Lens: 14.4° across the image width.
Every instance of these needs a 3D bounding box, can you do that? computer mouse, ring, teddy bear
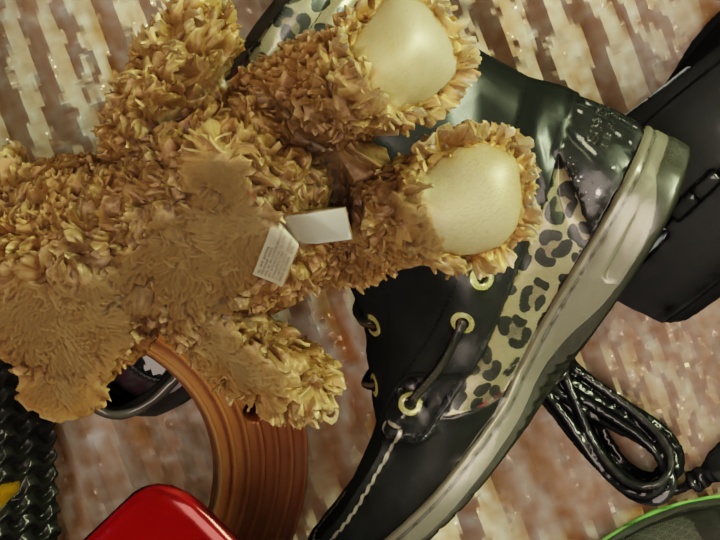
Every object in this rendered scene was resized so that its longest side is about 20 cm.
[{"bbox_3d":[0.132,-0.003,1.019,0.200,0.046,0.141,-40,94,16],"label":"computer mouse"},{"bbox_3d":[-0.117,0.077,1.025,0.200,0.019,0.201,-8,117,-15],"label":"ring"},{"bbox_3d":[-0.036,-0.023,0.928,0.145,0.067,0.200,44,117,-11],"label":"teddy bear"}]

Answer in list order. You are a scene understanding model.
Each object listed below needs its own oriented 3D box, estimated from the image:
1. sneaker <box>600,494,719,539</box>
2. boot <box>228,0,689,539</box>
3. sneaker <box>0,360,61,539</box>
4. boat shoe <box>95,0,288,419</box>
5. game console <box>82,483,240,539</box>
[{"bbox_3d":[0.152,0.119,1.027,0.199,0.084,0.077,-20,99,13],"label":"sneaker"},{"bbox_3d":[0.001,-0.001,0.994,0.153,0.074,0.204,34,111,-5],"label":"boot"},{"bbox_3d":[-0.168,0.083,1.087,0.090,0.070,0.201,23,119,34],"label":"sneaker"},{"bbox_3d":[-0.040,-0.026,1.034,0.067,0.057,0.200,33,107,0],"label":"boat shoe"},{"bbox_3d":[-0.043,0.166,1.034,0.200,0.172,0.119,-43,63,36],"label":"game console"}]
